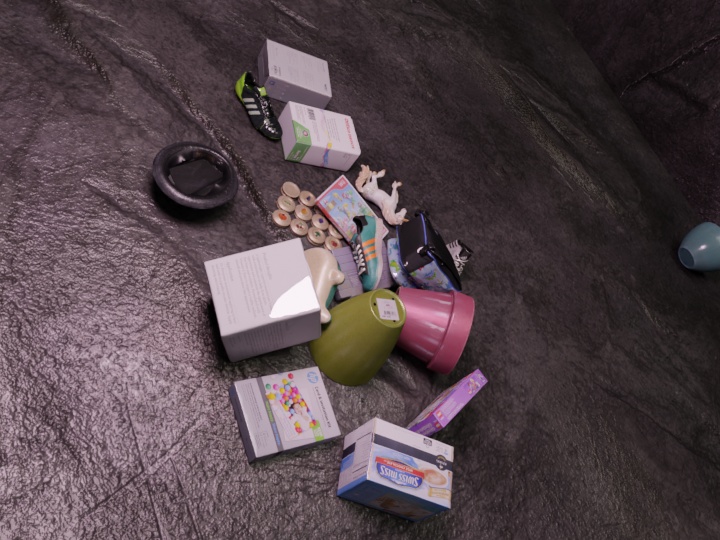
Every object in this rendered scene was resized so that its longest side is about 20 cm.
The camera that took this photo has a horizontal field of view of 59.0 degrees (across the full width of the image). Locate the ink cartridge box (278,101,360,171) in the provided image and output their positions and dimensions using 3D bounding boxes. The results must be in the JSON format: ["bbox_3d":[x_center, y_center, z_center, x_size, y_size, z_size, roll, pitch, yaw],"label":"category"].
[{"bbox_3d":[-0.115,-0.367,1.757,0.199,0.084,0.146,6,57,-32],"label":"ink cartridge box"}]

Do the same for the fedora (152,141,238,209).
[{"bbox_3d":[-0.380,-0.196,1.442,0.199,0.092,0.202,18,51,-24],"label":"fedora"}]

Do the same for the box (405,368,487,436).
[{"bbox_3d":[0.191,0.313,1.452,0.039,0.137,0.200,51,46,8],"label":"box"}]

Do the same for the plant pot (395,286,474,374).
[{"bbox_3d":[0.156,0.129,1.535,0.178,0.201,0.201,19,48,-2],"label":"plant pot"}]

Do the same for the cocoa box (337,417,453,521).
[{"bbox_3d":[0.073,0.411,1.300,0.199,0.133,0.132,25,49,-18],"label":"cocoa box"}]

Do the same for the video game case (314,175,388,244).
[{"bbox_3d":[-0.020,-0.142,1.685,0.200,0.017,0.143,50,44,-10],"label":"video game case"}]

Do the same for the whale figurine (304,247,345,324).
[{"bbox_3d":[-0.098,0.048,1.447,0.104,0.158,0.201,46,28,-50],"label":"whale figurine"}]

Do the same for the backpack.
[{"bbox_3d":[0.162,-0.016,1.636,0.200,0.146,0.184,46,25,-37],"label":"backpack"}]

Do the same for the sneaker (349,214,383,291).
[{"bbox_3d":[0.008,-0.043,1.566,0.079,0.071,0.202,11,64,-19],"label":"sneaker"}]

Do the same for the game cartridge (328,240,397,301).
[{"bbox_3d":[0.000,0.000,1.599,0.199,0.038,0.131,-12,82,-40],"label":"game cartridge"}]

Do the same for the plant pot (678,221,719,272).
[{"bbox_3d":[1.355,-0.075,2.537,0.134,0.200,0.201,-22,70,-6],"label":"plant pot"}]

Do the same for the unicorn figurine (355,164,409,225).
[{"bbox_3d":[0.070,-0.205,1.791,0.199,0.074,0.138,25,56,0],"label":"unicorn figurine"}]

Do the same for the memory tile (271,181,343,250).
[{"bbox_3d":[-0.125,-0.136,1.633,0.199,0.017,0.154,27,47,-17],"label":"memory tile"}]

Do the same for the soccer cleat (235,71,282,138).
[{"bbox_3d":[-0.269,-0.442,1.703,0.067,0.081,0.201,-25,76,-43],"label":"soccer cleat"}]

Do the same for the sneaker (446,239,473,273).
[{"bbox_3d":[0.249,-0.006,1.734,0.075,0.115,0.202,25,48,-18],"label":"sneaker"}]

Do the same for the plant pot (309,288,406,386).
[{"bbox_3d":[0.012,0.130,1.411,0.186,0.200,0.188,19,50,-24],"label":"plant pot"}]

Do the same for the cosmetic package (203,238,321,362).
[{"bbox_3d":[-0.193,0.062,1.291,0.198,0.165,0.166,-14,66,-11],"label":"cosmetic package"}]

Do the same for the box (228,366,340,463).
[{"bbox_3d":[-0.153,0.289,1.295,0.199,0.041,0.157,-3,62,-38],"label":"box"}]

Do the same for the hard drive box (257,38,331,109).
[{"bbox_3d":[-0.191,-0.561,1.846,0.199,0.077,0.157,12,54,-28],"label":"hard drive box"}]
